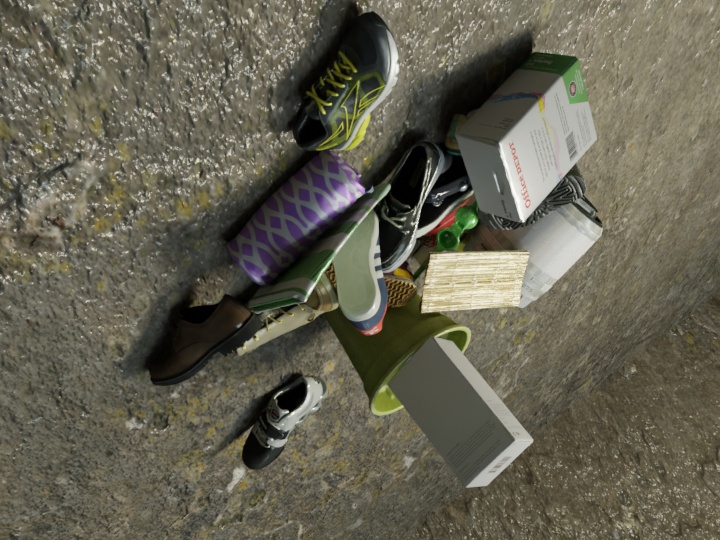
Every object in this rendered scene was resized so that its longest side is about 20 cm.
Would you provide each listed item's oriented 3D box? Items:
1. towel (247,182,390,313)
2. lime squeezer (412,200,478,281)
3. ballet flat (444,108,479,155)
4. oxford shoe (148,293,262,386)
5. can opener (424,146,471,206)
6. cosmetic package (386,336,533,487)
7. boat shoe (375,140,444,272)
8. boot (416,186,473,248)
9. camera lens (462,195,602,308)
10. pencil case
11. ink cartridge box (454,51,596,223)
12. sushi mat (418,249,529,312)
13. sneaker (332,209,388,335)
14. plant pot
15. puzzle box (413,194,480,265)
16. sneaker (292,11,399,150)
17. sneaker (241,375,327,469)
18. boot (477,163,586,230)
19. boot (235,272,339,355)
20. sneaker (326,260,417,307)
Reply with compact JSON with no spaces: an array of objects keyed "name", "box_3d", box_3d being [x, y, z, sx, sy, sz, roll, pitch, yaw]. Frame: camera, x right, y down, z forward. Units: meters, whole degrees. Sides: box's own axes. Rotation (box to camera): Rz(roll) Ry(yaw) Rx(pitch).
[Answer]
[{"name":"towel","box_3d":[-0.053,-0.027,1.368,0.200,0.023,0.152,-52,-162,-26]},{"name":"lime squeezer","box_3d":[0.141,-0.064,1.604,0.200,0.038,0.071,-51,-165,-1]},{"name":"ballet flat","box_3d":[0.193,-0.207,1.543,0.199,0.071,0.071,-12,144,-50]},{"name":"oxford shoe","box_3d":[-0.226,0.089,1.427,0.199,0.085,0.073,-34,-163,27]},{"name":"can opener","box_3d":[0.154,-0.150,1.575,0.199,0.063,0.079,-20,149,-38]},{"name":"cosmetic package","box_3d":[0.144,0.207,1.548,0.108,0.201,0.085,-45,154,16]},{"name":"boat shoe","box_3d":[0.053,-0.090,1.481,0.064,0.070,0.202,-15,128,-68]},{"name":"boot","box_3d":[0.087,-0.062,1.622,0.199,0.072,0.145,-30,156,-30]},{"name":"camera lens","box_3d":[0.288,-0.059,1.746,0.200,0.160,0.160,-47,155,16]},{"name":"pencil case","box_3d":[-0.082,-0.069,1.350,0.200,0.084,0.085,-42,179,6]},{"name":"ink cartridge box","box_3d":[0.236,-0.189,1.484,0.200,0.084,0.146,-46,132,-25]},{"name":"sushi mat","box_3d":[0.177,0.015,1.630,0.198,0.012,0.097,-2,113,-32]},{"name":"sneaker","box_3d":[0.000,0.000,1.455,0.074,0.202,0.085,-10,143,13]},{"name":"plant pot","box_3d":[0.043,0.095,1.681,0.199,0.185,0.201,-32,154,-18]},{"name":"puzzle box","box_3d":[0.186,-0.085,1.781,0.200,0.025,0.133,-50,155,21]},{"name":"sneaker","box_3d":[-0.019,-0.205,1.207,0.084,0.075,0.201,-22,150,-34]},{"name":"sneaker","box_3d":[-0.147,0.257,1.825,0.201,0.074,0.088,-51,156,1]},{"name":"boot","box_3d":[0.263,-0.159,1.619,0.180,0.201,0.073,-17,128,15]},{"name":"boot","box_3d":[-0.118,0.055,1.468,0.154,0.073,0.200,-26,177,-17]},{"name":"sneaker","box_3d":[-0.005,-0.012,1.575,0.199,0.091,0.075,25,124,-35]}]
